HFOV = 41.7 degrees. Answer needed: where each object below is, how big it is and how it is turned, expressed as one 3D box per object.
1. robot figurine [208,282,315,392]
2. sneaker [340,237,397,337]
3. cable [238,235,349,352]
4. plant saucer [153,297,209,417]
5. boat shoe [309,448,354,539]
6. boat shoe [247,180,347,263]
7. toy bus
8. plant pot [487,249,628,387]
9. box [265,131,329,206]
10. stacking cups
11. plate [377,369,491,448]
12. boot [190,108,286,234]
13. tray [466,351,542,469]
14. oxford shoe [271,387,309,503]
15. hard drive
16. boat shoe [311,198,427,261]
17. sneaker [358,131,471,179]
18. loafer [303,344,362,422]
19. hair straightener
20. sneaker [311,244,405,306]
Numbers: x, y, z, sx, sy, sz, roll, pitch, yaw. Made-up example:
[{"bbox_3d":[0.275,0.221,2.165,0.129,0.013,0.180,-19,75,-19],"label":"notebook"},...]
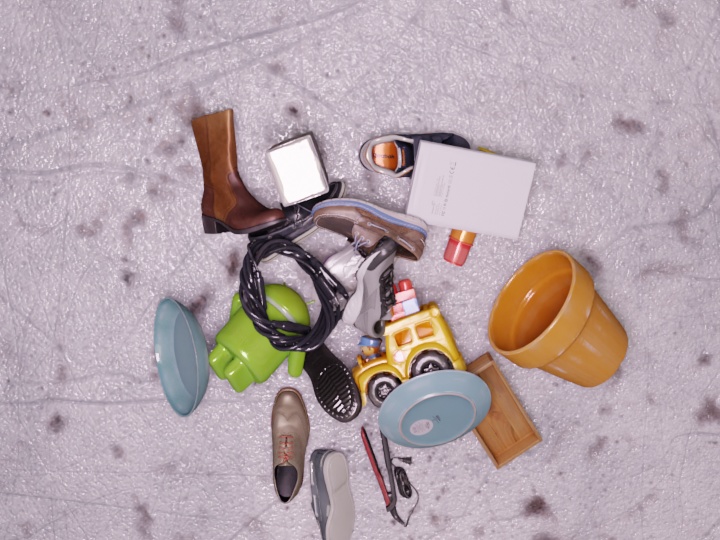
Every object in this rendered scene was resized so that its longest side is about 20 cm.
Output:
[{"bbox_3d":[-0.166,0.107,1.599,0.174,0.116,0.201,30,69,30],"label":"robot figurine"},{"bbox_3d":[0.031,0.028,1.510,0.079,0.074,0.202,34,138,17],"label":"sneaker"},{"bbox_3d":[-0.123,0.036,1.548,0.200,0.051,0.163,45,66,-4],"label":"cable"},{"bbox_3d":[-0.299,0.144,1.597,0.035,0.199,0.205,-8,100,-32],"label":"plant saucer"},{"bbox_3d":[-0.056,0.416,1.704,0.061,0.072,0.204,10,110,40],"label":"boat shoe"},{"bbox_3d":[-0.108,-0.092,1.607,0.198,0.075,0.062,-35,119,9],"label":"boat shoe"},{"bbox_3d":[0.062,0.121,1.617,0.197,0.136,0.195,-20,95,3],"label":"toy bus"},{"bbox_3d":[0.348,0.099,1.601,0.182,0.200,0.201,35,97,-21],"label":"plant pot"},{"bbox_3d":[-0.099,-0.168,1.533,0.076,0.200,0.097,-19,99,2],"label":"box"},{"bbox_3d":[0.192,-0.109,1.628,0.059,0.061,0.203,21,102,-4],"label":"stacking cups"},{"bbox_3d":[0.126,0.242,1.580,0.196,0.026,0.203,-8,134,-8],"label":"plate"},{"bbox_3d":[-0.202,-0.164,1.568,0.068,0.186,0.205,-11,101,-43],"label":"boot"},{"bbox_3d":[0.233,0.247,1.661,0.098,0.037,0.201,-32,114,3],"label":"tray"},{"bbox_3d":[-0.124,0.311,1.668,0.069,0.075,0.205,-2,98,0],"label":"oxford shoe"},{"bbox_3d":[0.181,-0.133,1.572,0.196,0.027,0.134,9,107,-7],"label":"hard drive"},{"bbox_3d":[0.014,-0.063,1.544,0.196,0.073,0.074,10,60,-6],"label":"boat shoe"},{"bbox_3d":[0.095,-0.193,1.598,0.196,0.079,0.080,-5,98,-2],"label":"sneaker"},{"bbox_3d":[-0.046,0.183,1.605,0.073,0.201,0.071,-39,137,5],"label":"loafer"},{"bbox_3d":[0.063,0.365,1.698,0.076,0.041,0.204,-17,98,1],"label":"hair straightener"},{"bbox_3d":[0.000,0.000,1.611,0.200,0.075,0.100,-42,68,6],"label":"sneaker"}]
